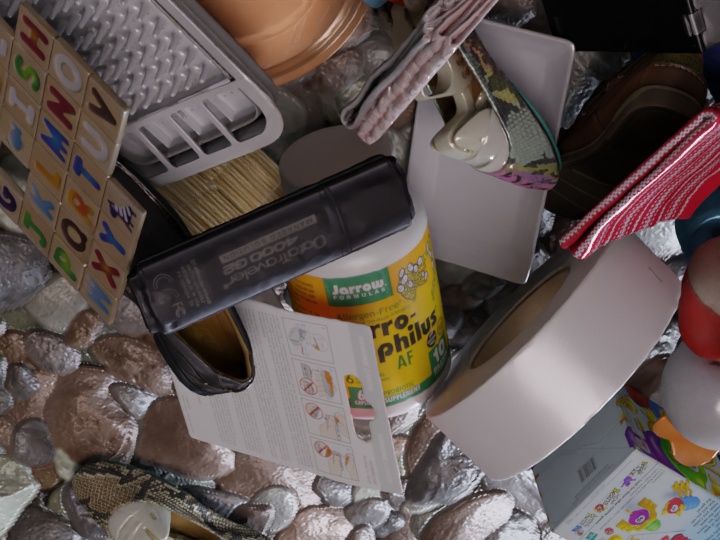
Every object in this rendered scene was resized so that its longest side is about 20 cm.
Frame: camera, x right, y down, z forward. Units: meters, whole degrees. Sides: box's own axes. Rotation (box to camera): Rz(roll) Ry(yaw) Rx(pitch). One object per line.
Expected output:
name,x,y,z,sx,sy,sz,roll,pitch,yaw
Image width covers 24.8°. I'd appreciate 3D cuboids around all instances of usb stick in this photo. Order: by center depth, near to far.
usb stick,-0.056,-0.018,1.081,0.198,0.033,0.056,-24,110,-12

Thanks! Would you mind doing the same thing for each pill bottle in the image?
pill bottle,0.000,0.000,1.197,0.112,0.113,0.202,-12,125,-1

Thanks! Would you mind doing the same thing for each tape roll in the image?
tape roll,0.140,0.057,1.200,0.071,0.203,0.202,44,110,-4

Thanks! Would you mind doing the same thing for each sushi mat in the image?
sushi mat,-0.139,-0.091,1.173,0.095,0.012,0.200,-38,122,15

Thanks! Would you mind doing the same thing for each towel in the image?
towel,0.073,-0.174,0.984,0.032,0.200,0.191,41,72,-3
towel,0.227,-0.070,1.110,0.145,0.199,0.023,-45,75,31

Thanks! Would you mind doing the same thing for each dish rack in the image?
dish rack,-0.156,-0.145,1.067,0.171,0.044,0.200,-16,132,42

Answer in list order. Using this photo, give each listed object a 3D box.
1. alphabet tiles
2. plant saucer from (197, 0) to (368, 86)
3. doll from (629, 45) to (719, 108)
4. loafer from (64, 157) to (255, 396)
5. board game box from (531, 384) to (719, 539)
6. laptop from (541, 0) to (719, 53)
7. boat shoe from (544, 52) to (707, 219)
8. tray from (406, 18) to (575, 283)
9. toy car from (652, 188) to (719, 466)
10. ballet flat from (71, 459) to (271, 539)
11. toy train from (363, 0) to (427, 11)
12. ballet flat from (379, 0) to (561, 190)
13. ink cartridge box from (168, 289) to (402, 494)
alphabet tiles,-0.200,-0.075,1.067,0.008,0.167,0.201,-35,163,-34
plant saucer,-0.081,-0.209,1.084,0.198,0.032,0.202,-6,123,-9
doll,0.207,-0.182,1.144,0.135,0.049,0.201,-15,126,28
loafer,-0.132,-0.001,1.117,0.073,0.072,0.201,-43,107,-19
board game box,0.253,0.191,1.374,0.199,0.103,0.105,31,114,-26
laptop,0.207,-0.250,1.057,0.116,0.199,0.189,-37,119,-32
boat shoe,0.188,-0.097,1.163,0.071,0.069,0.200,23,154,-15
tray,0.090,-0.091,1.187,0.106,0.022,0.202,16,124,13
toy car,0.306,0.075,1.261,0.175,0.185,0.201,8,128,-15
ballet flat,-0.148,0.222,1.347,0.199,0.076,0.068,32,115,-26
toy train,0.070,-0.256,1.015,0.055,0.151,0.200,11,140,-45
ballet flat,0.064,-0.126,1.118,0.069,0.071,0.201,-13,115,49
ink cartridge box,-0.057,0.073,1.214,0.198,0.047,0.161,11,130,29
